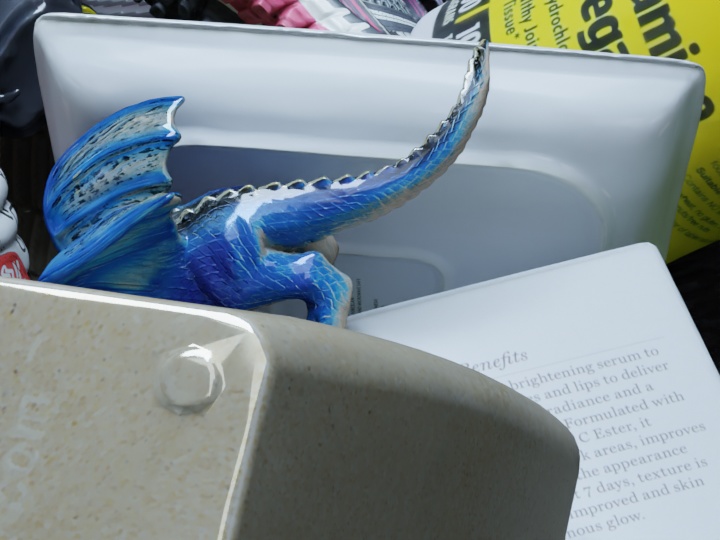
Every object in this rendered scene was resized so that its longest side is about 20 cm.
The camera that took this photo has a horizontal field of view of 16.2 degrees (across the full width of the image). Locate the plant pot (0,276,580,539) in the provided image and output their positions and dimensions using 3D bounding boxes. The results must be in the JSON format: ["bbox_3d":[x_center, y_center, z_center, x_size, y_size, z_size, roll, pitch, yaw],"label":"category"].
[{"bbox_3d":[-0.075,0.090,0.569,0.199,0.177,0.200,8,72,15],"label":"plant pot"}]

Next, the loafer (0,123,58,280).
[{"bbox_3d":[-0.055,-0.019,0.905,0.200,0.076,0.068,13,13,21],"label":"loafer"}]

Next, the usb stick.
[{"bbox_3d":[-0.124,-0.097,0.924,0.033,0.056,0.200,24,14,-16],"label":"usb stick"}]

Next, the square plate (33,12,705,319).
[{"bbox_3d":[0.000,0.000,0.803,0.198,0.200,0.028,5,53,3],"label":"square plate"}]

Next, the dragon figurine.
[{"bbox_3d":[-0.056,-0.007,0.715,0.099,0.200,0.059,38,26,-25],"label":"dragon figurine"}]

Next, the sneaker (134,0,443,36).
[{"bbox_3d":[-0.003,-0.093,0.916,0.200,0.081,0.075,43,61,-9],"label":"sneaker"}]

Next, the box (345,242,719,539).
[{"bbox_3d":[0.066,0.122,0.731,0.106,0.152,0.200,-14,51,-10],"label":"box"}]

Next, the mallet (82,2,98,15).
[{"bbox_3d":[-0.087,-0.073,0.884,0.066,0.041,0.200,4,13,-28],"label":"mallet"}]

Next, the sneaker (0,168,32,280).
[{"bbox_3d":[-0.184,-0.002,0.829,0.201,0.108,0.067,10,32,34],"label":"sneaker"}]

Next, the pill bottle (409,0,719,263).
[{"bbox_3d":[0.122,-0.074,0.818,0.200,0.112,0.113,-26,43,27],"label":"pill bottle"}]
